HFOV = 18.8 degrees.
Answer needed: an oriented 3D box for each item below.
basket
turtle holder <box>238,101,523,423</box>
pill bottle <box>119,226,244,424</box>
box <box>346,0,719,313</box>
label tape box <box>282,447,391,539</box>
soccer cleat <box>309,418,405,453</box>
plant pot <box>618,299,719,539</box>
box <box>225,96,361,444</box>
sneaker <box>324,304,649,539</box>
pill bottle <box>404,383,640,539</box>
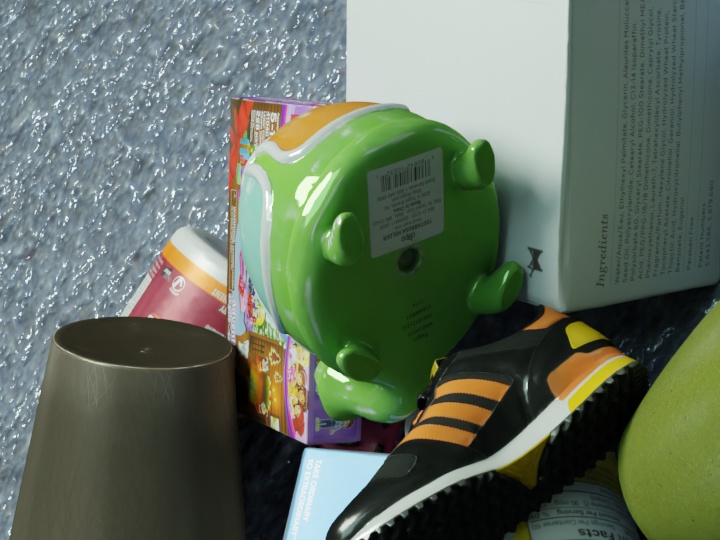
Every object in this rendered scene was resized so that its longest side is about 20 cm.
[{"bbox_3d":[-0.141,0.139,1.361,0.180,0.136,0.200,12,106,22],"label":"basket"},{"bbox_3d":[0.006,-0.010,1.195,0.141,0.186,0.132,-46,42,-13],"label":"turtle holder"},{"bbox_3d":[-0.130,0.079,1.474,0.200,0.110,0.110,-57,39,5],"label":"pill bottle"},{"bbox_3d":[0.099,-0.097,1.257,0.199,0.131,0.200,18,112,50],"label":"box"},{"bbox_3d":[-0.018,0.181,1.238,0.200,0.063,0.144,97,-175,-71],"label":"label tape box"},{"bbox_3d":[0.001,0.043,1.399,0.070,0.086,0.200,-7,83,18],"label":"soccer cleat"},{"bbox_3d":[0.224,0.074,1.065,0.200,0.187,0.187,-36,43,50],"label":"plant pot"},{"bbox_3d":[-0.041,-0.004,1.324,0.137,0.039,0.200,-166,76,-64],"label":"box"},{"bbox_3d":[0.051,0.090,1.130,0.200,0.070,0.090,-32,49,-20],"label":"sneaker"},{"bbox_3d":[0.095,0.154,1.184,0.114,0.114,0.200,-36,45,27],"label":"pill bottle"}]
